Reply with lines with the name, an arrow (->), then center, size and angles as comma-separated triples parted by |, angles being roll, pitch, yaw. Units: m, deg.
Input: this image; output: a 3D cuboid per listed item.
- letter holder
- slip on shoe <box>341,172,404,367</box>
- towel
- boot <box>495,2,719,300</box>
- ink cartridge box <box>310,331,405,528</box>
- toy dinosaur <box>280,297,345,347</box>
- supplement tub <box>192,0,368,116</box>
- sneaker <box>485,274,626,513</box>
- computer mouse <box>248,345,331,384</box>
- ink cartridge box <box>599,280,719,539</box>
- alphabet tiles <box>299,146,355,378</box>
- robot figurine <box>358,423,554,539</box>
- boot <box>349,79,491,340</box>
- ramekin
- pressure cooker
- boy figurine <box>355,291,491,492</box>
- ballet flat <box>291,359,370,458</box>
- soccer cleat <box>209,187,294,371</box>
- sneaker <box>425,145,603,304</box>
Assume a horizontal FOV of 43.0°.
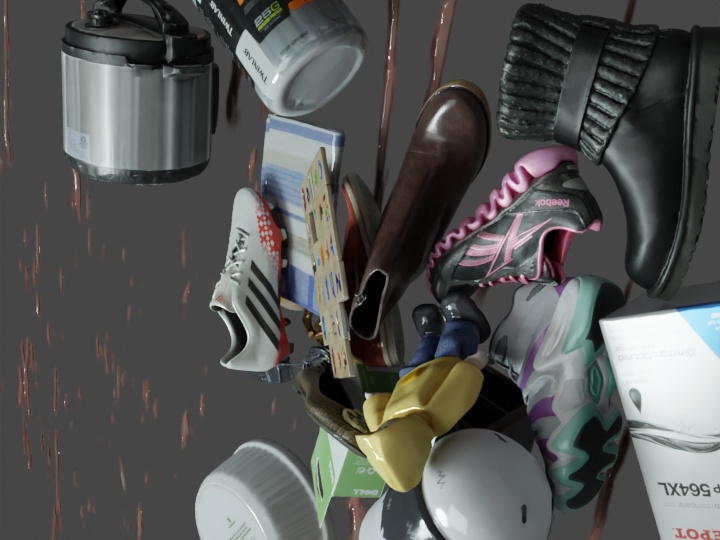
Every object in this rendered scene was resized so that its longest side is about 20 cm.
letter holder -> 0.082, 0.193, 0.924 | 0.142, 0.100, 0.202 | 32, 126, 35
slip on shoe -> 0.000, 0.000, 0.927 | 0.060, 0.074, 0.203 | -10, 86, 14
towel -> -0.066, -0.065, 0.991 | 0.146, 0.024, 0.202 | 23, 112, 52
boot -> 0.179, -0.089, 0.693 | 0.156, 0.079, 0.214 | 6, 102, 13
ink cartridge box -> -0.002, 0.177, 0.997 | 0.104, 0.059, 0.202 | -106, 27, -53
toy dinosaur -> -0.051, 0.033, 1.041 | 0.199, 0.060, 0.107 | -26, 60, 44
supplement tub -> -0.091, -0.264, 0.905 | 0.201, 0.122, 0.123 | 54, 135, 14
sneaker -> 0.160, 0.103, 0.816 | 0.139, 0.077, 0.203 | 5, 84, 50
computer mouse -> -0.079, 0.106, 1.086 | 0.199, 0.034, 0.059 | -6, 102, 54
ink cartridge box -> 0.287, 0.113, 0.696 | 0.145, 0.084, 0.202 | -14, 94, 47
alphabet tiles -> -0.031, 0.001, 0.866 | 0.167, 0.007, 0.202 | 145, 116, -78
robot figurine -> 0.078, 0.221, 0.779 | 0.150, 0.125, 0.201 | 43, 127, 8
boot -> 0.052, -0.050, 0.805 | 0.072, 0.167, 0.201 | 23, 135, 5
ramekin -> -0.133, 0.331, 1.196 | 0.201, 0.094, 0.205 | 18, 117, 40
pressure cooker -> -0.251, -0.213, 1.040 | 0.174, 0.179, 0.202 | 5, 112, -1
boy figurine -> 0.046, 0.104, 0.769 | 0.124, 0.200, 0.065 | -22, 111, 36
ballet flat -> -0.024, 0.130, 0.898 | 0.067, 0.046, 0.200 | 43, 177, -16
soccer cleat -> -0.125, 0.010, 0.989 | 0.068, 0.084, 0.203 | -9, 87, 54
sneaker -> 0.133, -0.015, 0.797 | 0.096, 0.079, 0.200 | 58, 134, 19
